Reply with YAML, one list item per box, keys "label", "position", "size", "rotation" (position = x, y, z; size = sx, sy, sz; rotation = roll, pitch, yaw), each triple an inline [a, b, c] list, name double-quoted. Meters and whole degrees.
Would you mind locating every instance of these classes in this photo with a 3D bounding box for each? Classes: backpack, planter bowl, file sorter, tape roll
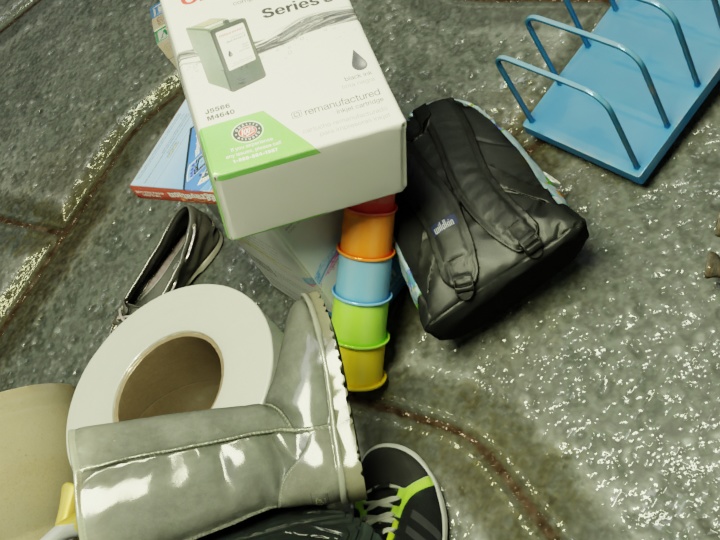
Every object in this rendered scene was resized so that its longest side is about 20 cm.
- label: "backpack"
  position: [0.088, -0.057, 0.860]
  size: [0.163, 0.154, 0.201]
  rotation: [-36, 68, 7]
- label: "planter bowl"
  position: [-0.327, 0.208, 0.877]
  size: [0.199, 0.200, 0.136]
  rotation: [-28, 75, 9]
- label: "file sorter"
  position: [0.235, -0.210, 0.855]
  size: [0.138, 0.123, 0.201]
  rotation: [33, 84, 41]
- label: "tape roll"
  position: [-0.130, 0.133, 0.834]
  size: [0.201, 0.139, 0.204]
  rotation: [-15, 51, 19]

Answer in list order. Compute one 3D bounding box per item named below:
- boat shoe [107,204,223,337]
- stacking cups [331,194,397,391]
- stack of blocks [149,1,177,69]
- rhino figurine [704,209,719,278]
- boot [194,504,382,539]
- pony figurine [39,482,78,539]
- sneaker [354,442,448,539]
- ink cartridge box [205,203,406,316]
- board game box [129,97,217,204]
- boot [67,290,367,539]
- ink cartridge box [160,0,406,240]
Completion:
- label: "boat shoe"
  position: [-0.220, 0.019, 1.025]
  size: [0.066, 0.057, 0.201]
  rotation: [15, 65, 37]
- label: "stacking cups"
  position: [0.000, 0.000, 0.825]
  size: [0.060, 0.202, 0.061]
  rotation: [3, 20, -1]
- label: "stack of blocks"
  position: [-0.170, -0.340, 1.260]
  size: [0.199, 0.059, 0.116]
  rotation: [-28, 48, 10]
- label: "rhino figurine"
  position: [0.341, -0.072, 0.766]
  size: [0.087, 0.060, 0.201]
  rotation: [16, 64, 22]
- label: "boot"
  position: [-0.066, 0.253, 0.702]
  size: [0.198, 0.169, 0.076]
  rotation: [3, 27, 22]
- label: "pony figurine"
  position: [-0.230, 0.295, 0.754]
  size: [0.166, 0.194, 0.200]
  rotation: [-19, 20, 34]
- label: "sneaker"
  position: [0.026, 0.211, 0.724]
  size: [0.071, 0.083, 0.201]
  rotation: [-20, 49, 15]
- label: "ink cartridge box"
  position: [-0.061, -0.045, 0.883]
  size: [0.144, 0.200, 0.085]
  rotation: [30, 74, 41]
- label: "board game box"
  position: [-0.111, -0.141, 0.837]
  size: [0.102, 0.019, 0.201]
  rotation: [6, 56, 33]
- label: "boot"
  position: [-0.105, 0.108, 0.692]
  size: [0.198, 0.073, 0.183]
  rotation: [-11, 53, -2]
- label: "ink cartridge box"
  position: [-0.063, -0.142, 0.754]
  size: [0.144, 0.084, 0.201]
  rotation: [-17, 58, -7]
